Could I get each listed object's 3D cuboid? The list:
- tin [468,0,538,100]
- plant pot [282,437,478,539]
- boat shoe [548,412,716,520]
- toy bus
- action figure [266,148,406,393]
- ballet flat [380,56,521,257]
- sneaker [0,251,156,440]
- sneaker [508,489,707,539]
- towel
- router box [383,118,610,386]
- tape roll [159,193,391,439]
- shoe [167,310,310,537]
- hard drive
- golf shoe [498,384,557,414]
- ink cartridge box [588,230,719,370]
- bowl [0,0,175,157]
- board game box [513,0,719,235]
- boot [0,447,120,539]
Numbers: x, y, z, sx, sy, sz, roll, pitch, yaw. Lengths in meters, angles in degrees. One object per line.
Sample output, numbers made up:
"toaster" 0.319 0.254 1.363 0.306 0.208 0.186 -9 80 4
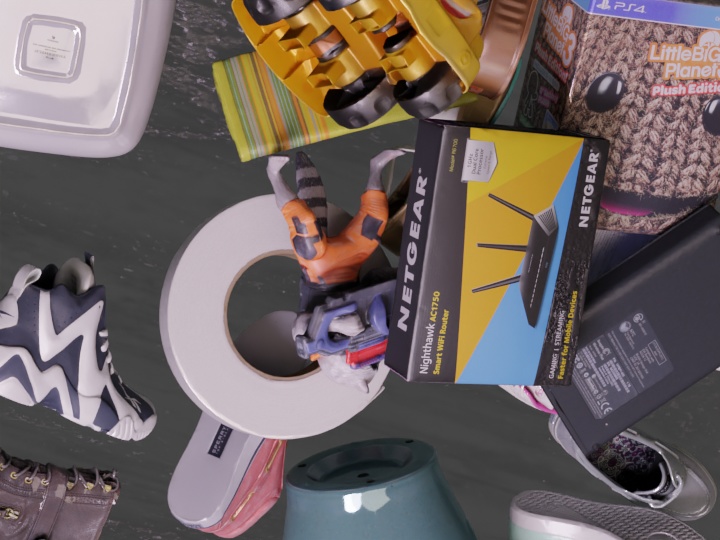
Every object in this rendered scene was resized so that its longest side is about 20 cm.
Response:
"tin" 0.115 -0.233 1.482 0.042 0.112 0.201 15 92 -5
"plant pot" 0.014 0.253 1.651 0.199 0.200 0.189 -14 103 -10
"boat shoe" 0.257 0.186 1.749 0.201 0.072 0.070 32 102 -26
"toy bus" 0.033 -0.217 1.434 0.192 0.200 0.136 -50 116 -25
"action figure" 0.000 0.000 1.535 0.200 0.104 0.194 -7 98 -43
"ballet flat" 0.064 -0.101 1.567 0.063 0.069 0.200 23 105 -13
"sneaker" -0.222 0.055 1.544 0.199 0.079 0.130 26 85 -42
"sneaker" 0.230 0.278 1.743 0.200 0.074 0.119 13 118 24
"towel" -0.013 -0.148 1.522 0.199 0.018 0.086 -14 74 -10
"router box" 0.106 -0.013 1.487 0.149 0.051 0.201 3 101 -24
"tape roll" -0.064 0.038 1.563 0.202 0.037 0.204 1 88 -19
"shoe" -0.091 0.133 1.631 0.201 0.071 0.091 -63 157 -8
"hard drive" 0.240 0.052 1.600 0.200 0.033 0.140 -34 125 0
"golf shoe" 0.135 0.071 1.652 0.200 0.092 0.075 22 108 -22
"ink cartridge box" 0.259 0.014 1.685 0.199 0.050 0.109 16 108 -23
"bowl" -0.239 -0.178 1.439 0.199 0.075 0.200 8 110 -18
"board game box" 0.223 -0.141 1.576 0.159 0.097 0.201 4 113 -18
"boot" -0.283 0.167 1.595 0.174 0.069 0.201 9 115 -26
